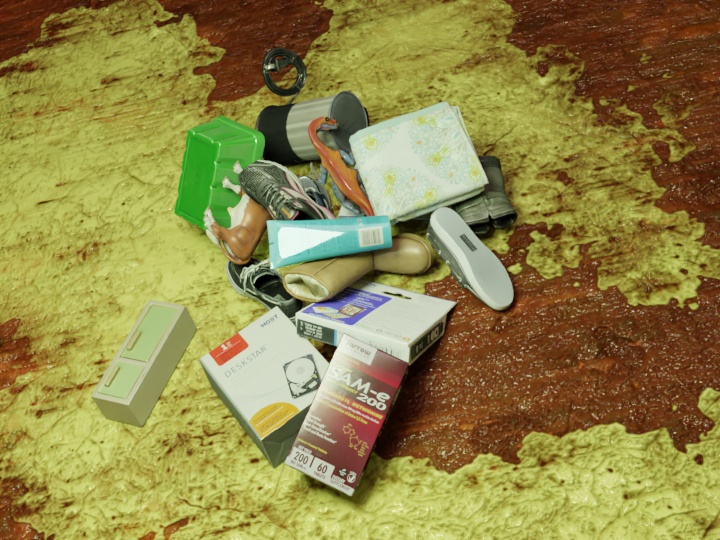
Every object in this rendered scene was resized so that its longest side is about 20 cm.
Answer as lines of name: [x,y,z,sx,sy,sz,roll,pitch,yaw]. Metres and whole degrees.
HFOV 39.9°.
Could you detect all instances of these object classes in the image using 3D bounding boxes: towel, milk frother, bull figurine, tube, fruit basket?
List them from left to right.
fruit basket: [-0.235,-0.173,1.824,0.154,0.217,0.216,26,60,35]
bull figurine: [-0.192,-0.109,1.710,0.065,0.121,0.202,-32,29,55]
milk frother: [-0.093,-0.314,1.851,0.186,0.202,0.181,-3,32,36]
tube: [-0.049,-0.052,1.582,0.196,0.050,0.079,-6,74,-3]
towel: [0.096,-0.180,1.652,0.197,0.048,0.173,-19,66,-2]

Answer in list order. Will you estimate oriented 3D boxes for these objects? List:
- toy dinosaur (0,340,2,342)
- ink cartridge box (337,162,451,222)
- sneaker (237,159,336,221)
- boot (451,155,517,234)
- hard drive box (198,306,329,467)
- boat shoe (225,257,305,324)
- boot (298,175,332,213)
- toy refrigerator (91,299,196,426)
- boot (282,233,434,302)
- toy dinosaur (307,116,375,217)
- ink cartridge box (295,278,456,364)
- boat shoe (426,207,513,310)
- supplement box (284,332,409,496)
toy dinosaur: [-0.717,0.121,1.758,0.134,0.102,0.203,-16,56,34]
ink cartridge box: [0.076,-0.154,1.787,0.193,0.044,0.202,4,54,20]
sneaker: [-0.117,-0.108,1.634,0.198,0.081,0.086,34,15,0]
boot: [0.159,-0.120,1.674,0.196,0.068,0.132,-9,58,0]
hard drive box: [-0.131,0.175,1.528,0.155,0.077,0.200,-34,48,-16]
boat shoe: [-0.169,0.019,1.685,0.073,0.069,0.199,-34,49,-16]
boot: [-0.089,-0.125,1.775,0.072,0.091,0.201,-21,46,-3]
toy refrigerator: [-0.352,0.147,1.624,0.075,0.071,0.202,9,52,23]
boot: [0.000,0.000,1.605,0.173,0.067,0.199,6,23,36]
toy dinosaur: [-0.025,-0.179,1.699,0.105,0.183,0.200,-38,14,-5]
ink cartridge box: [0.028,0.076,1.564,0.195,0.044,0.200,14,23,24]
boat shoe: [0.171,-0.008,1.609,0.069,0.067,0.201,-24,67,-34]
supplement box: [-0.017,0.205,1.410,0.107,0.061,0.203,23,79,8]
